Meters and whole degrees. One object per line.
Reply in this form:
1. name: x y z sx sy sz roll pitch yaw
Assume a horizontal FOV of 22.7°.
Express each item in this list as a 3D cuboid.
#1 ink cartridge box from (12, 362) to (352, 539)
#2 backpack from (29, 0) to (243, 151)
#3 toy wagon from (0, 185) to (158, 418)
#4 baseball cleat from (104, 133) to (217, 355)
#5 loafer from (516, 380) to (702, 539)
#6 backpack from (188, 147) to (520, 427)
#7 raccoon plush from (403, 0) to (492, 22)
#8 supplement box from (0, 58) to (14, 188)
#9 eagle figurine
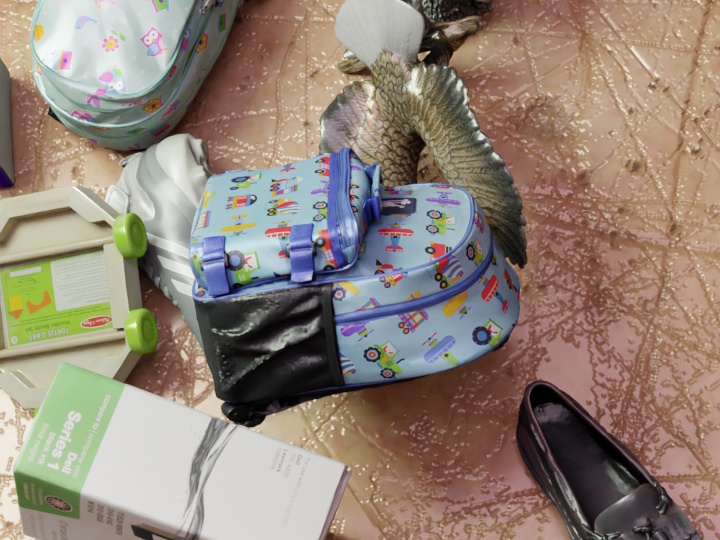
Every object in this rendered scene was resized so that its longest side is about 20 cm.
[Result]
1. ink cartridge box: -0.118 0.152 1.182 0.199 0.146 0.085 20 64 2
2. backpack: -0.176 -0.195 1.356 0.166 0.127 0.201 17 76 10
3. toy wagon: -0.220 0.043 1.299 0.155 0.040 0.201 -9 85 21
4. baseball cleat: -0.133 0.001 1.317 0.106 0.070 0.201 -21 65 17
5. loafer: 0.166 0.154 1.189 0.072 0.063 0.200 -33 55 -9
6. backpack: 0.000 0.000 1.174 0.199 0.135 0.183 -8 24 10
7. raccoon plush: 0.027 -0.255 1.344 0.200 0.134 0.097 28 77 16
8. supplement box: -0.375 -0.113 1.364 0.199 0.103 0.102 -7 69 4
9. eagle figurine: 0.044 -0.092 1.289 0.150 0.152 0.201 8 64 -11
